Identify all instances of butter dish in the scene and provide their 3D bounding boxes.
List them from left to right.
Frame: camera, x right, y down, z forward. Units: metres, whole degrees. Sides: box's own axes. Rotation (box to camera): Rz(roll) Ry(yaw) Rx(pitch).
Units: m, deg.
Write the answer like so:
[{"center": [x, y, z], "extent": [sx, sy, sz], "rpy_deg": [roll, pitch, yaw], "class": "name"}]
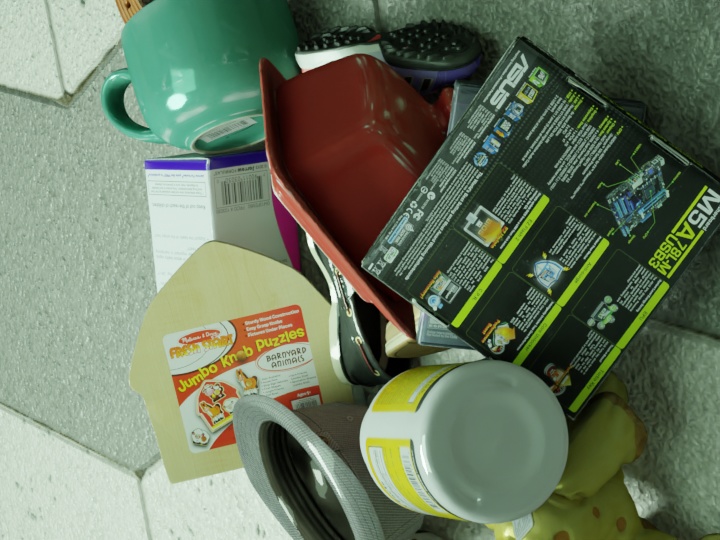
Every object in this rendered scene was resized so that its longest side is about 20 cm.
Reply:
[{"center": [0.024, -0.086, 1.326], "extent": [0.147, 0.200, 0.200], "rpy_deg": [-33, 30, 14], "class": "butter dish"}]

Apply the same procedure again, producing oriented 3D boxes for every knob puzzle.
[{"center": [-0.107, 0.070, 1.504], "extent": [0.030, 0.218, 0.222], "rpy_deg": [-107, 13, -81], "class": "knob puzzle"}]

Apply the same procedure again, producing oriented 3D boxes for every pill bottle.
[{"center": [0.064, 0.123, 1.244], "extent": [0.200, 0.110, 0.112], "rpy_deg": [166, 92, -73], "class": "pill bottle"}]

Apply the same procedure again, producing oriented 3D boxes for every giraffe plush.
[{"center": [0.181, 0.196, 1.267], "extent": [0.162, 0.200, 0.173], "rpy_deg": [41, 119, -9], "class": "giraffe plush"}]

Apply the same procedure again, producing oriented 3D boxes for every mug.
[{"center": [-0.129, -0.165, 1.511], "extent": [0.185, 0.151, 0.115], "rpy_deg": [-38, 66, 58], "class": "mug"}]

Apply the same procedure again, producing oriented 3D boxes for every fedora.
[{"center": [-0.015, 0.170, 1.438], "extent": [0.200, 0.090, 0.178], "rpy_deg": [35, 145, 45], "class": "fedora"}]

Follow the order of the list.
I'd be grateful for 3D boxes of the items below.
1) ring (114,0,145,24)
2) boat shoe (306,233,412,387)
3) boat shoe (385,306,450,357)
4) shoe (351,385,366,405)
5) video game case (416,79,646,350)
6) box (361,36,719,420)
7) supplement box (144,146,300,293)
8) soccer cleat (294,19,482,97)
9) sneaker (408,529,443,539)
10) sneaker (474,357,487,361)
[{"center": [-0.179, -0.301, 1.636], "extent": [0.200, 0.019, 0.202], "rpy_deg": [15, 111, 46], "class": "ring"}, {"center": [0.002, -0.001, 1.464], "extent": [0.063, 0.073, 0.203], "rpy_deg": [-4, 99, 44], "class": "boat shoe"}, {"center": [0.083, 0.007, 1.382], "extent": [0.200, 0.073, 0.070], "rpy_deg": [-39, 60, 43], "class": "boat shoe"}, {"center": [-0.087, 0.138, 1.577], "extent": [0.199, 0.091, 0.072], "rpy_deg": [-14, 88, 48], "class": "shoe"}, {"center": [0.125, -0.034, 1.274], "extent": [0.019, 0.142, 0.202], "rpy_deg": [-104, 21, -71], "class": "video game case"}, {"center": [0.132, -0.030, 1.217], "extent": [0.193, 0.048, 0.201], "rpy_deg": [34, 103, -1], "class": "box"}, {"center": [-0.122, -0.008, 1.576], "extent": [0.103, 0.101, 0.202], "rpy_deg": [3, 101, 48], "class": "supplement box"}, {"center": [0.028, -0.161, 1.412], "extent": [0.199, 0.068, 0.074], "rpy_deg": [6, 123, 46], "class": "soccer cleat"}, {"center": [0.003, 0.240, 1.511], "extent": [0.199, 0.080, 0.074], "rpy_deg": [26, 119, 44], "class": "sneaker"}, {"center": [0.062, 0.126, 1.421], "extent": [0.200, 0.079, 0.079], "rpy_deg": [-44, 68, 45], "class": "sneaker"}]
